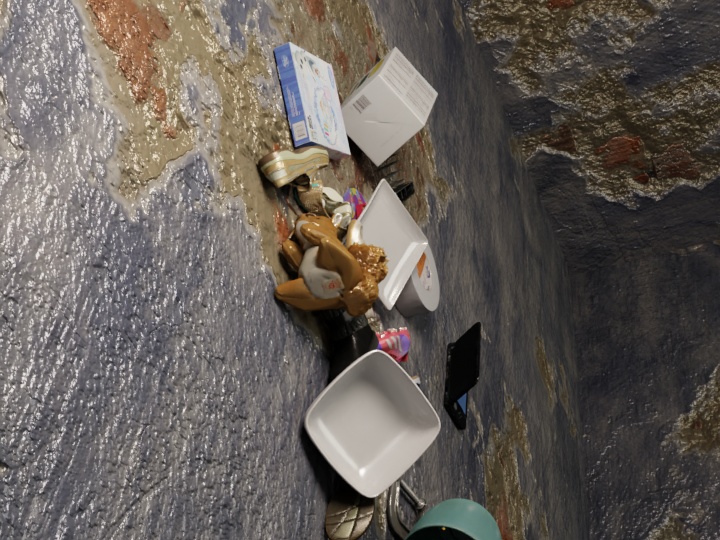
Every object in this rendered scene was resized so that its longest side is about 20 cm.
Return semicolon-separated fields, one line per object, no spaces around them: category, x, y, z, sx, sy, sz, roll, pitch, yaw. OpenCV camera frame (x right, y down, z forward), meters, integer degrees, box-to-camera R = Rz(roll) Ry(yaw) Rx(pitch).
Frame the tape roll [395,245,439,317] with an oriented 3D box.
tape roll;0.120;0.004;2.130;0.200;0.065;0.203;-14;90;-68

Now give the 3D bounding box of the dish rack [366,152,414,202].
dish rack;0.060;-0.258;2.161;0.153;0.054;0.203;-42;115;-67

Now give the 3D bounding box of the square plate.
square plate;0.048;-0.054;1.929;0.201;0.028;0.199;52;55;-33

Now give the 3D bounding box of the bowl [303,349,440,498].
bowl;0.012;0.259;1.563;0.201;0.199;0.075;51;-15;-10

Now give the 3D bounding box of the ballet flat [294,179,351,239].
ballet flat;-0.055;-0.118;1.776;0.200;0.064;0.071;37;43;-58

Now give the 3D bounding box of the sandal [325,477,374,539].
sandal;-0.013;0.397;1.579;0.201;0.080;0.055;-83;172;-56

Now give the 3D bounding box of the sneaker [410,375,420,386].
sneaker;0.077;0.285;1.843;0.199;0.069;0.110;-18;88;-61

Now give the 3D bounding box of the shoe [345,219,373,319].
shoe;0.000;0.000;1.803;0.070;0.053;0.203;42;48;-83

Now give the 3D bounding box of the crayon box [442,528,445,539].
crayon box;0.180;0.620;1.919;0.126;0.051;0.202;45;37;-52

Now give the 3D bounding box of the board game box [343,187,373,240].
board game box;0.022;-0.086;1.976;0.158;0.038;0.202;-59;132;-60

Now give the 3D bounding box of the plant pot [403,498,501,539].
plant pot;0.189;0.542;1.777;0.161;0.198;0.203;-41;114;-62

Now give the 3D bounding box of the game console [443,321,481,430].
game console;0.275;0.265;2.282;0.177;0.115;0.201;59;28;-36

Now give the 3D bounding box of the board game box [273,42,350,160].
board game box;-0.095;-0.337;1.842;0.199;0.043;0.203;3;74;-67

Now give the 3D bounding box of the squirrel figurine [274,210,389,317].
squirrel figurine;-0.049;-0.016;1.623;0.198;0.142;0.187;27;24;-24

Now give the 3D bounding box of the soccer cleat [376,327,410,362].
soccer cleat;0.060;0.162;1.894;0.200;0.066;0.078;-4;85;-71

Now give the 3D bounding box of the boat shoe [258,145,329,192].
boat shoe;-0.112;-0.178;1.663;0.199;0.071;0.077;-20;82;-58

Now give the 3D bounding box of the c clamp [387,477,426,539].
c clamp;0.095;0.464;1.835;0.172;0.027;0.201;-79;148;-44

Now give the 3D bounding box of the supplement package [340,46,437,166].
supplement package;0.059;-0.370;2.043;0.151;0.151;0.201;45;31;-13

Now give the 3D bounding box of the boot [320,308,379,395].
boot;-0.035;0.116;1.666;0.212;0.078;0.159;-74;147;-60
